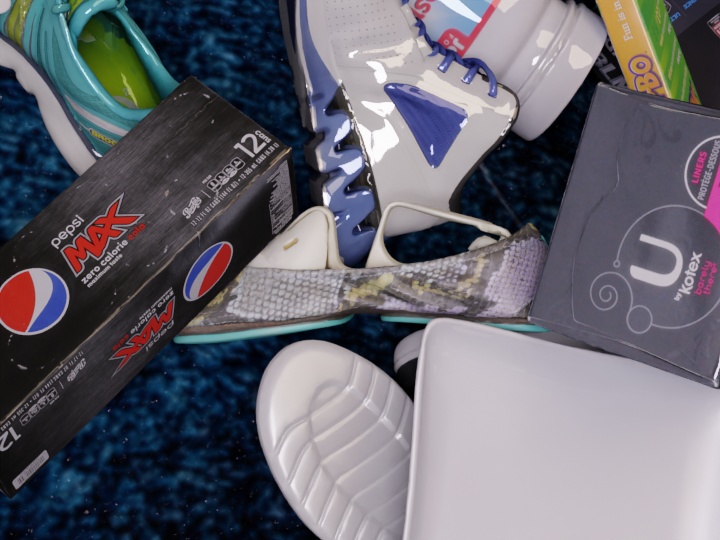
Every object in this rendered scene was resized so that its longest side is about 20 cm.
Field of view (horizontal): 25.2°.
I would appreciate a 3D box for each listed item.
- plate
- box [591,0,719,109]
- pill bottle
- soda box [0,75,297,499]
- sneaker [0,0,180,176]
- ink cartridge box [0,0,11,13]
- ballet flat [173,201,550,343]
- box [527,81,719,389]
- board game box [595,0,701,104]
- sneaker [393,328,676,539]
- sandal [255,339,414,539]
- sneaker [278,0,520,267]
[{"bbox_3d":[0.099,0.137,0.780,0.198,0.032,0.202,12,80,-26],"label":"plate"},{"bbox_3d":[0.263,-0.129,1.049,0.200,0.050,0.199,-36,84,-34],"label":"box"},{"bbox_3d":[0.038,-0.163,0.919,0.199,0.109,0.109,33,56,-7],"label":"pill bottle"},{"bbox_3d":[-0.120,0.005,0.749,0.071,0.063,0.200,36,68,21],"label":"soda box"},{"bbox_3d":[-0.151,-0.135,0.831,0.077,0.080,0.200,-37,84,-34],"label":"sneaker"},{"bbox_3d":[-0.282,-0.118,0.766,0.199,0.068,0.116,-31,82,-33],"label":"ink cartridge box"},{"bbox_3d":[0.000,0.000,0.807,0.199,0.072,0.073,-2,63,5],"label":"ballet flat"},{"bbox_3d":[0.188,-0.010,0.803,0.199,0.106,0.123,7,100,-55],"label":"box"},{"bbox_3d":[0.165,-0.135,0.931,0.201,0.030,0.095,67,22,-1],"label":"board game box"},{"bbox_3d":[0.111,0.098,0.847,0.199,0.073,0.113,12,62,-20],"label":"sneaker"},{"bbox_3d":[0.016,0.121,0.808,0.203,0.050,0.083,47,66,-14],"label":"sandal"},{"bbox_3d":[0.022,-0.108,0.852,0.114,0.081,0.201,-10,103,-9],"label":"sneaker"}]
